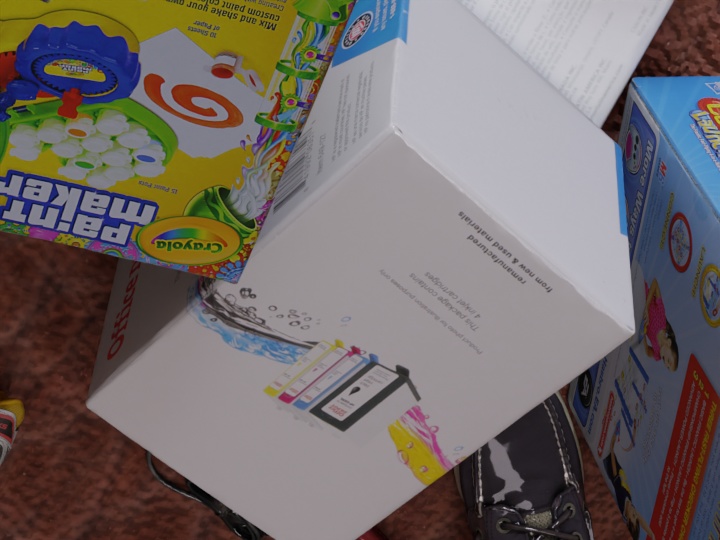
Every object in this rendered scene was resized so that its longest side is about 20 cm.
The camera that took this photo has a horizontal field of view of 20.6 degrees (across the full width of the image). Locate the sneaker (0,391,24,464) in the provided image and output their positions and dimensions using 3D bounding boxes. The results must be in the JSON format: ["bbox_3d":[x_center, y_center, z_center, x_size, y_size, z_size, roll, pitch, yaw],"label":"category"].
[{"bbox_3d":[-0.235,0.025,0.914,0.082,0.078,0.200,-45,116,-18],"label":"sneaker"}]

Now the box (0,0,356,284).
[{"bbox_3d":[-0.112,-0.121,0.736,0.199,0.122,0.193,13,127,-17],"label":"box"}]

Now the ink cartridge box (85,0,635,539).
[{"bbox_3d":[0.000,0.000,0.883,0.144,0.148,0.200,38,120,-22],"label":"ink cartridge box"}]

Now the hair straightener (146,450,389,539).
[{"bbox_3d":[-0.044,0.132,1.015,0.077,0.041,0.200,-41,115,3],"label":"hair straightener"}]

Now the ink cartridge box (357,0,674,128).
[{"bbox_3d":[0.036,-0.129,0.940,0.199,0.047,0.161,27,103,-12],"label":"ink cartridge box"}]

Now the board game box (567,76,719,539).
[{"bbox_3d":[0.166,0.044,0.928,0.055,0.196,0.201,-3,127,-14],"label":"board game box"}]

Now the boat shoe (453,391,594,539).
[{"bbox_3d":[0.093,0.145,1.043,0.071,0.065,0.201,-10,112,-9],"label":"boat shoe"}]
